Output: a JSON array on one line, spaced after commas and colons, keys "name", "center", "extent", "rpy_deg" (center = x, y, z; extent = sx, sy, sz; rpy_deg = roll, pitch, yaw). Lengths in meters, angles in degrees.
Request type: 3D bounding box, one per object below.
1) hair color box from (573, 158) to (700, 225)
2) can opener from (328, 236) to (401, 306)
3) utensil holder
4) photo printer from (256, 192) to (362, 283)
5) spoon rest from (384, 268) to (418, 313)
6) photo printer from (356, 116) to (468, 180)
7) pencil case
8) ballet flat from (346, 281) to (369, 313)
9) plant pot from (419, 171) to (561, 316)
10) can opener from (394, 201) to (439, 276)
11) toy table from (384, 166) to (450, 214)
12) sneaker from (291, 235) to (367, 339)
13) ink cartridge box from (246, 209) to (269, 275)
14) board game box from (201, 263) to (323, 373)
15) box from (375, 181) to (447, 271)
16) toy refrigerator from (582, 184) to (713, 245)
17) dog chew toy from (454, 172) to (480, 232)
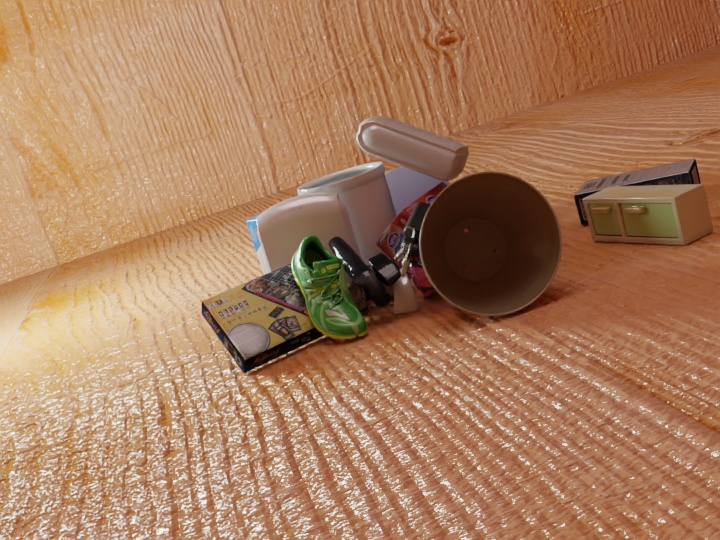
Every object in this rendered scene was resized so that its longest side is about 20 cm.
[{"name": "hair color box", "center": [0.487, -0.138, 1.672], "extent": [0.199, 0.061, 0.100], "rpy_deg": [-10, 14, 29]}, {"name": "can opener", "center": [0.000, 0.000, 1.534], "extent": [0.078, 0.064, 0.200], "rpy_deg": [-28, 29, -14]}, {"name": "utensil holder", "center": [-0.010, -0.084, 1.796], "extent": [0.169, 0.201, 0.170], "rpy_deg": [-16, 13, 4]}, {"name": "photo printer", "center": [-0.087, -0.034, 1.680], "extent": [0.166, 0.201, 0.069], "rpy_deg": [-15, 12, 5]}, {"name": "spoon rest", "center": [0.050, 0.020, 1.569], "extent": [0.099, 0.061, 0.200], "rpy_deg": [-8, 12, -12]}, {"name": "photo printer", "center": [0.093, -0.232, 1.782], "extent": [0.199, 0.070, 0.166], "rpy_deg": [21, 14, 10]}, {"name": "pencil case", "center": [0.174, -0.013, 1.510], "extent": [0.199, 0.091, 0.094], "rpy_deg": [-16, 22, 16]}, {"name": "ballet flat", "center": [-0.075, 0.049, 1.612], "extent": [0.199, 0.067, 0.068], "rpy_deg": [-11, 13, 28]}, {"name": "plant pot", "center": [0.178, -0.034, 1.382], "extent": [0.200, 0.201, 0.134], "rpy_deg": [-18, -2, -4]}, {"name": "can opener", "center": [0.094, -0.048, 1.510], "extent": [0.066, 0.053, 0.200], "rpy_deg": [13, 28, 2]}, {"name": "toy table", "center": [0.136, -0.131, 1.911], "extent": [0.184, 0.200, 0.117], "rpy_deg": [-49, -6, 13]}, {"name": "sneaker", "center": [-0.054, 0.026, 1.475], "extent": [0.074, 0.084, 0.200], "rpy_deg": [-18, 54, -24]}, {"name": "ink cartridge box", "center": [-0.133, -0.057, 1.970], "extent": [0.085, 0.145, 0.200], "rpy_deg": [-27, 15, -38]}, {"name": "board game box", "center": [-0.132, 0.066, 1.507], "extent": [0.200, 0.035, 0.136], "rpy_deg": [-23, 56, -28]}, {"name": "box", "center": [0.125, -0.076, 1.732], "extent": [0.096, 0.100, 0.200], "rpy_deg": [-52, -8, 32]}, {"name": "toy refrigerator", "center": [0.440, -0.086, 1.480], "extent": [0.070, 0.076, 0.200], "rpy_deg": [-23, 14, -24]}, {"name": "dog chew toy", "center": [0.234, -0.088, 1.603], "extent": [0.199, 0.125, 0.124], "rpy_deg": [15, -7, -32]}]
